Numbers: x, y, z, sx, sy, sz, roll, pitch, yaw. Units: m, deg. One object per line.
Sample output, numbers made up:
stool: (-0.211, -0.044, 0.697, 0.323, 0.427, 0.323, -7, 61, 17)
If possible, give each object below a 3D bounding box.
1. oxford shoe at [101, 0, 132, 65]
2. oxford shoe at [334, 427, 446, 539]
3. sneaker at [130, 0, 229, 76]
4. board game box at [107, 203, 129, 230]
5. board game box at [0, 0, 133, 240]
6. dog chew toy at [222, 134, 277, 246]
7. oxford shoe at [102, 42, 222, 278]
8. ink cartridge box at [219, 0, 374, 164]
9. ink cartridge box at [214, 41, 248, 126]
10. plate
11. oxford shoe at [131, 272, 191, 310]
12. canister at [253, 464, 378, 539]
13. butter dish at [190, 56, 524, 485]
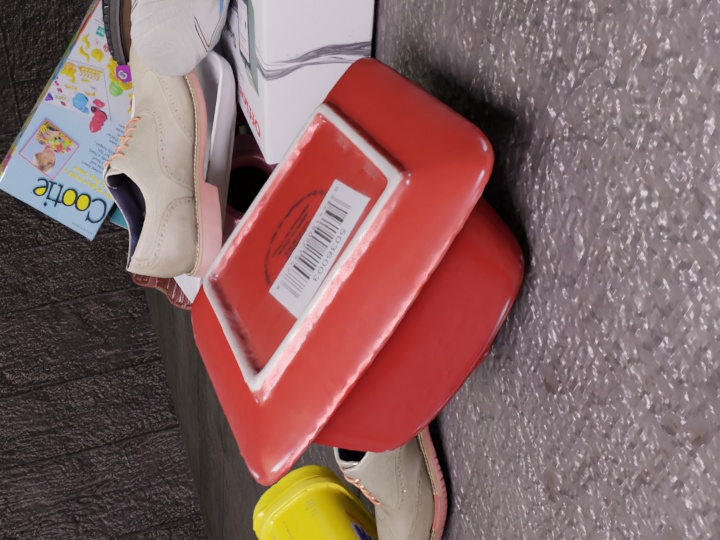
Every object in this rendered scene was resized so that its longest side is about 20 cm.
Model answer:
oxford shoe: (-0.153, -0.233, 0.765, 0.201, 0.083, 0.074, 118, 149, -48)
oxford shoe: (0.013, 0.133, 0.712, 0.070, 0.073, 0.204, 25, 128, 51)
sneaker: (-0.112, -0.206, 0.665, 0.200, 0.071, 0.074, 132, 155, -61)
board game box: (-0.193, -0.073, 1.116, 0.047, 0.198, 0.152, -50, 39, 17)
board game box: (-0.256, -0.149, 0.971, 0.202, 0.104, 0.103, -60, 23, 0)
dog chew toy: (-0.112, -0.049, 0.974, 0.200, 0.122, 0.127, 122, 134, -72)
oxford shoe: (-0.154, -0.092, 0.747, 0.071, 0.073, 0.203, -43, 56, 54)
ink cartridge box: (-0.049, -0.200, 0.716, 0.202, 0.083, 0.147, 94, 158, -43)
ink cartridge box: (-0.138, -0.260, 0.987, 0.202, 0.075, 0.137, 93, 157, -45)
plate: (-0.149, -0.106, 0.844, 0.200, 0.032, 0.203, 45, 131, 51)
oxford shoe: (-0.192, 0.008, 1.178, 0.199, 0.074, 0.072, 21, 90, 51)
canister: (0.002, 0.271, 0.804, 0.149, 0.086, 0.200, 55, 177, -37)
butter dish: (0.016, 0.012, 0.565, 0.201, 0.147, 0.200, -54, 30, 9)
